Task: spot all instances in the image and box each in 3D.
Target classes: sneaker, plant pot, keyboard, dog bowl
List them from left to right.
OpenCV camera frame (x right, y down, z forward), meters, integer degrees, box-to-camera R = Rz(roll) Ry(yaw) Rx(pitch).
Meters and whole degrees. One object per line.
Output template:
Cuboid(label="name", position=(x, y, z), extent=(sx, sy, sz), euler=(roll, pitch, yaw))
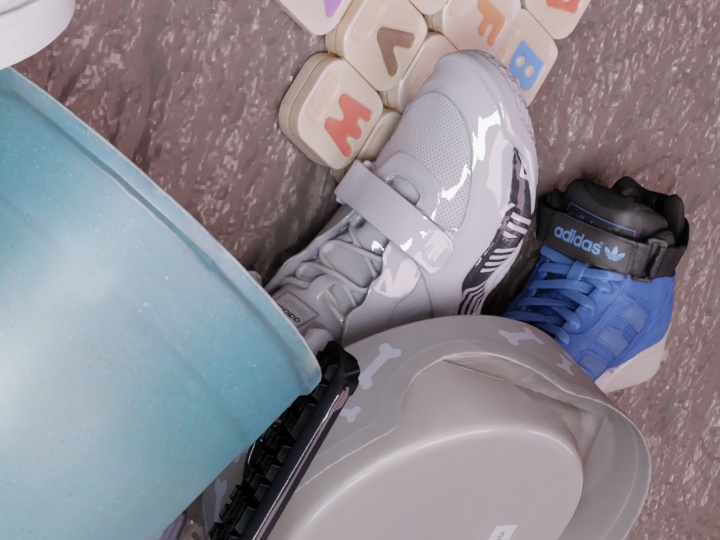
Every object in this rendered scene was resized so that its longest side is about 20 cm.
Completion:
Cuboid(label="plant pot", position=(-0.149, 0.044, 1.048), extent=(0.188, 0.200, 0.200), euler=(-49, 140, -11))
Cuboid(label="keyboard", position=(-0.057, 0.115, 1.128), extent=(0.200, 0.021, 0.127), euler=(-59, -177, 1))
Cuboid(label="sneaker", position=(0.000, 0.000, 1.272), extent=(0.115, 0.075, 0.201), euler=(-6, 124, -47))
Cuboid(label="dog bowl", position=(0.023, 0.098, 1.270), extent=(0.199, 0.059, 0.200), euler=(-17, 144, -13))
Cuboid(label="sneaker", position=(0.090, 0.016, 1.392), extent=(0.200, 0.077, 0.112), euler=(-23, 131, -50))

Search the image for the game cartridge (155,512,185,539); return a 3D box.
Cuboid(label="game cartridge", position=(-0.129, 0.180, 1.195), extent=(0.133, 0.040, 0.201), euler=(60, 55, -82))

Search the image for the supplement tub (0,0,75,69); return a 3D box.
Cuboid(label="supplement tub", position=(-0.159, -0.172, 0.953), extent=(0.144, 0.144, 0.201), euler=(-28, 128, -38))

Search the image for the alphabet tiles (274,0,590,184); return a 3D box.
Cuboid(label="alphabet tiles", position=(0.039, -0.127, 1.317), extent=(0.200, 0.015, 0.196), euler=(-60, 142, -9))
